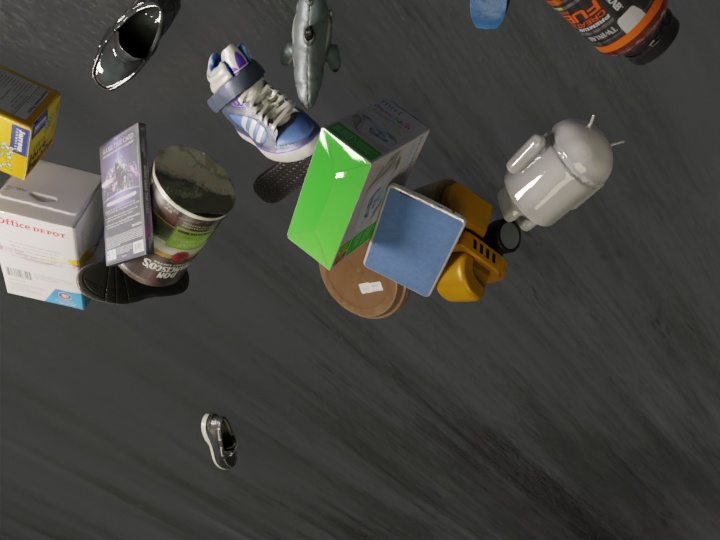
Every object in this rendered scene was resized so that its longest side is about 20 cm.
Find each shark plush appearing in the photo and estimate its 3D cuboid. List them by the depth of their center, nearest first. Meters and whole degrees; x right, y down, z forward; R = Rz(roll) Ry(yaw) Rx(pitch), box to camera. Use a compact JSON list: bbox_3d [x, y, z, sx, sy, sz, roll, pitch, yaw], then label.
[{"bbox_3d":[-0.058,-0.329,0.849,0.089,0.084,0.202,16,133,-8],"label":"shark plush"}]

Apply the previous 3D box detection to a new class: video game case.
[{"bbox_3d":[-0.379,-0.118,1.003,0.141,0.206,0.019,-9,173,44],"label":"video game case"}]

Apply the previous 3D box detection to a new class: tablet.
[{"bbox_3d":[0.080,-0.043,0.985,0.128,0.014,0.202,26,142,6],"label":"tablet"}]

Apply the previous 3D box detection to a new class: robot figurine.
[{"bbox_3d":[0.300,-0.149,0.953,0.167,0.115,0.200,19,134,-33],"label":"robot figurine"}]

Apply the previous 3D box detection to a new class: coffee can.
[{"bbox_3d":[-0.322,-0.090,1.061,0.145,0.148,0.200,31,129,-21],"label":"coffee can"}]

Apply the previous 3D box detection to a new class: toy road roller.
[{"bbox_3d":[0.156,-0.039,1.019,0.198,0.149,0.122,31,160,-25],"label":"toy road roller"}]

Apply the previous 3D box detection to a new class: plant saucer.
[{"bbox_3d":[0.000,0.000,1.122,0.196,0.029,0.205,16,122,28],"label":"plant saucer"}]

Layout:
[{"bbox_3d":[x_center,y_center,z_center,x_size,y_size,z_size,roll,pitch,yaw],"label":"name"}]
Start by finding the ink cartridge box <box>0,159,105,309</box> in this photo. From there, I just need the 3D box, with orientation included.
[{"bbox_3d":[-0.542,-0.064,1.111,0.143,0.148,0.202,13,134,-5],"label":"ink cartridge box"}]

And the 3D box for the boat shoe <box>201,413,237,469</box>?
[{"bbox_3d":[-0.353,0.450,1.617,0.059,0.077,0.203,-1,134,15],"label":"boat shoe"}]

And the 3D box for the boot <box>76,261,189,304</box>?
[{"bbox_3d":[-0.438,0.019,1.147,0.201,0.076,0.152,-1,-178,-43],"label":"boot"}]

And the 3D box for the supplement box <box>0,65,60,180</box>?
[{"bbox_3d":[-0.592,-0.251,0.969,0.196,0.110,0.110,24,131,-15],"label":"supplement box"}]

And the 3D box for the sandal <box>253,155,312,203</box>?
[{"bbox_3d":[-0.107,-0.172,1.037,0.198,0.046,0.075,-20,124,42],"label":"sandal"}]

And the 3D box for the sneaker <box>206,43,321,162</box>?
[{"bbox_3d":[-0.147,-0.246,0.888,0.198,0.081,0.148,29,156,40],"label":"sneaker"}]

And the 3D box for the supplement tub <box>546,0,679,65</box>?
[{"bbox_3d":[0.307,-0.344,0.775,0.198,0.108,0.107,31,129,-20],"label":"supplement tub"}]

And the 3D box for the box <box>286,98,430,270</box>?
[{"bbox_3d":[-0.006,-0.134,0.947,0.096,0.176,0.202,37,131,14],"label":"box"}]

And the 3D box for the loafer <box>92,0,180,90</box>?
[{"bbox_3d":[-0.331,-0.327,0.893,0.068,0.071,0.199,38,126,-26],"label":"loafer"}]

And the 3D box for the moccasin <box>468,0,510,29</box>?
[{"bbox_3d":[0.162,-0.407,0.764,0.078,0.069,0.203,13,132,5],"label":"moccasin"}]
